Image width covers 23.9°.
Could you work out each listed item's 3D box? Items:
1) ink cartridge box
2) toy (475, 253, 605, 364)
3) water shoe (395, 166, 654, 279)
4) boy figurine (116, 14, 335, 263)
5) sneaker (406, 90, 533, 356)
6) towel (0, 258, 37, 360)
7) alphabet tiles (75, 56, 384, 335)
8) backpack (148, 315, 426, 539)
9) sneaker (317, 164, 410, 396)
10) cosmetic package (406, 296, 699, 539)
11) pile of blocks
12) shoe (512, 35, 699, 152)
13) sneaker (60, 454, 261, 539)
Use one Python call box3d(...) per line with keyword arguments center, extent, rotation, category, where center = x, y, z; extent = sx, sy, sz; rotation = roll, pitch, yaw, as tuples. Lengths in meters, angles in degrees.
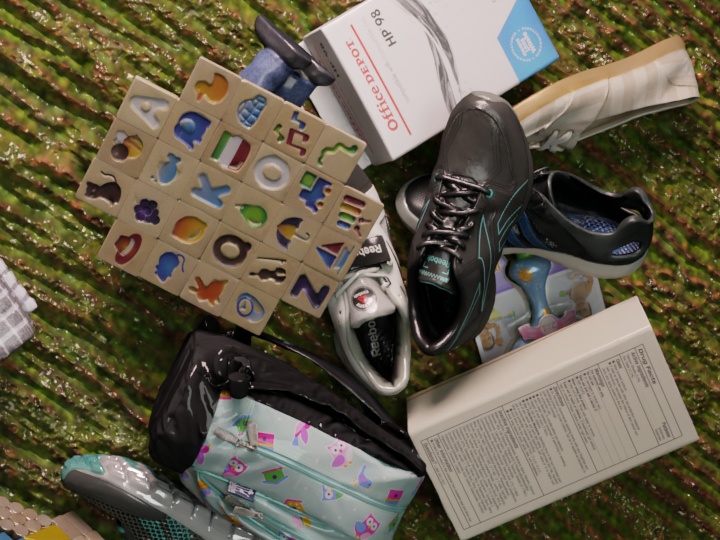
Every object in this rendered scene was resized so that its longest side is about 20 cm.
box3d(center=(0.038, -0.160, 1.307), extent=(0.199, 0.067, 0.117), rotation=(-32, 98, -13), category="ink cartridge box")
box3d(center=(0.156, 0.070, 1.351), extent=(0.114, 0.047, 0.202), rotation=(-18, 94, -13), category="toy")
box3d(center=(0.127, -0.054, 1.303), extent=(0.197, 0.079, 0.072), rotation=(11, 52, 2), category="water shoe")
box3d(center=(-0.102, -0.084, 1.254), extent=(0.064, 0.124, 0.201), rotation=(44, 100, 28), category="boy figurine")
box3d(center=(0.077, -0.029, 1.245), extent=(0.075, 0.079, 0.202), rotation=(14, 112, 19), category="sneaker")
box3d(center=(-0.344, 0.032, 1.194), extent=(0.199, 0.085, 0.166), rotation=(-38, 100, -12), category="towel")
box3d(center=(-0.092, -0.050, 1.210), extent=(0.198, 0.006, 0.167), rotation=(26, 109, -12), category="alphabet tiles")
box3d(center=(-0.054, 0.132, 1.240), extent=(0.199, 0.167, 0.127), rotation=(29, 99, -10), category="backpack")
box3d(center=(0.000, 0.000, 1.270), extent=(0.073, 0.089, 0.202), rotation=(-22, 105, -6), category="sneaker")
box3d(center=(0.143, 0.112, 1.295), extent=(0.198, 0.073, 0.104), rotation=(-24, 106, 7), category="cosmetic package")
box3d(center=(-0.281, 0.200, 1.216), extent=(0.198, 0.082, 0.063), rotation=(20, 120, -12), category="pile of blocks")
box3d(center=(0.182, -0.128, 1.345), extent=(0.198, 0.070, 0.054), rotation=(-23, 88, -16), category="shoe")
box3d(center=(-0.141, 0.207, 1.259), extent=(0.199, 0.078, 0.092), rotation=(31, 86, -12), category="sneaker")
